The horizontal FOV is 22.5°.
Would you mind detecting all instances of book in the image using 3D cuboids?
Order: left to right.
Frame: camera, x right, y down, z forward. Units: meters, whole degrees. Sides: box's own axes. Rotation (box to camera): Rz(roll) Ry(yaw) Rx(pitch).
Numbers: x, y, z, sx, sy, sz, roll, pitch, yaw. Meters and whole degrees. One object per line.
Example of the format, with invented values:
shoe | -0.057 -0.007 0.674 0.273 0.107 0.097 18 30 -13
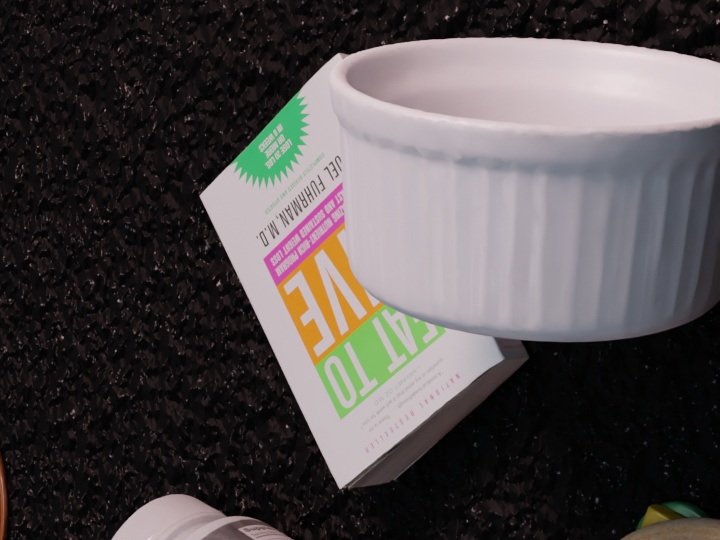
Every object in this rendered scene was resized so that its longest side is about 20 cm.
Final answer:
book | 0.000 0.000 1.011 0.134 0.048 0.201 -43 64 33

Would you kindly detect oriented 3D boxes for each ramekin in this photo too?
ramekin | 0.083 -0.041 0.827 0.199 0.199 0.099 18 114 40

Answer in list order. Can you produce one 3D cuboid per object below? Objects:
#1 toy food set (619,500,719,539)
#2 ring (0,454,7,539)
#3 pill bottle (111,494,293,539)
toy food set | 0.177 0.213 0.861 0.199 0.048 0.200 28 113 38
ring | -0.329 0.162 1.348 0.199 0.019 0.203 5 97 42
pill bottle | -0.055 0.211 1.033 0.199 0.113 0.115 24 110 39
